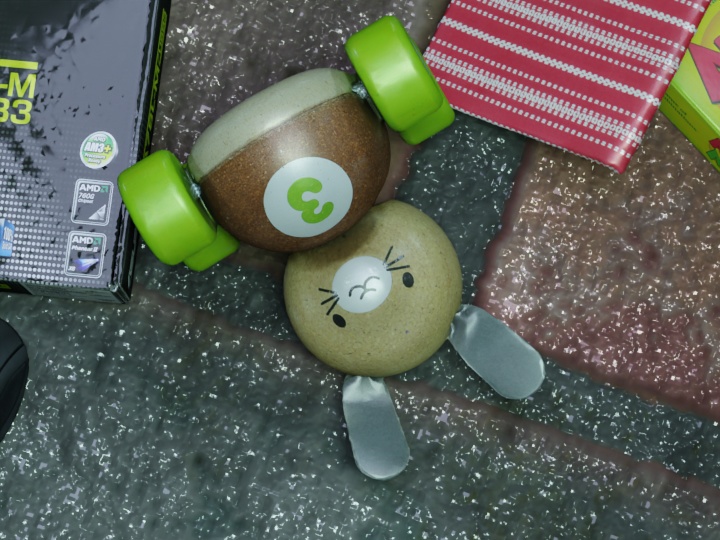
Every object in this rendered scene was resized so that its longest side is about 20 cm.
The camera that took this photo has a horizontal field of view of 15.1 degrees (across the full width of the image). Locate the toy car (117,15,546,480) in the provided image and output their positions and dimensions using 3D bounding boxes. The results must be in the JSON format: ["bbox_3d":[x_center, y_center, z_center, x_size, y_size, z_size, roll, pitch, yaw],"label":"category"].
[{"bbox_3d":[0.000,0.000,1.394,0.164,0.158,0.201,-30,85,4],"label":"toy car"}]

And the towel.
[{"bbox_3d":[0.127,-0.161,1.464,0.144,0.022,0.201,23,81,32],"label":"towel"}]

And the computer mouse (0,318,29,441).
[{"bbox_3d":[-0.214,0.119,1.404,0.140,0.046,0.200,28,75,11],"label":"computer mouse"}]

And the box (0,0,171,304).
[{"bbox_3d":[-0.209,-0.088,1.461,0.199,0.048,0.194,6,80,6],"label":"box"}]

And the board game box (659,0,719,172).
[{"bbox_3d":[0.245,-0.074,1.455,0.101,0.048,0.200,-38,75,-10],"label":"board game box"}]
